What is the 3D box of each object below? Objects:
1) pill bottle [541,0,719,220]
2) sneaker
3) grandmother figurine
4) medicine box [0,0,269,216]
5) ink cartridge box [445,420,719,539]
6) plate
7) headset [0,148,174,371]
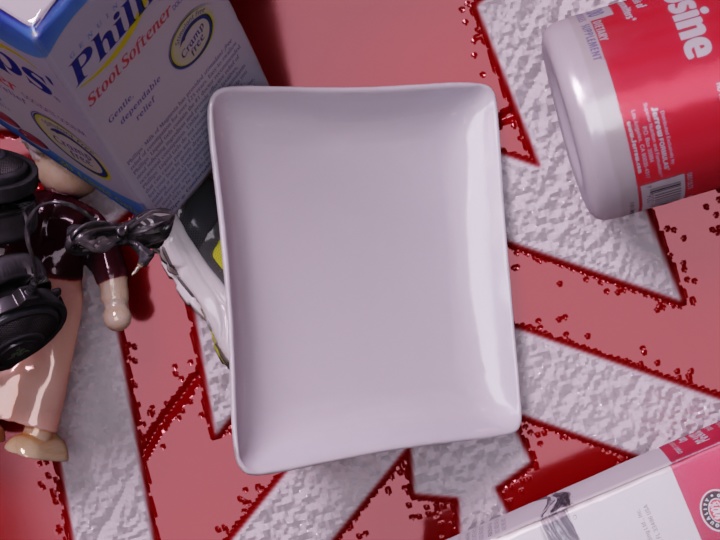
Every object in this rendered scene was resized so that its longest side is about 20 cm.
[{"bbox_3d":[0.206,-0.106,1.014,0.198,0.112,0.114,-16,91,3],"label":"pill bottle"},{"bbox_3d":[-0.064,-0.006,1.061,0.084,0.074,0.201,-31,94,-10],"label":"sneaker"},{"bbox_3d":[-0.185,0.000,1.068,0.120,0.061,0.202,15,90,-2],"label":"grandmother figurine"},{"bbox_3d":[-0.163,-0.143,0.956,0.181,0.200,0.103,33,76,25],"label":"medicine box"},{"bbox_3d":[0.146,0.190,1.042,0.198,0.083,0.147,-23,91,4],"label":"ink cartridge box"},{"bbox_3d":[0.000,0.000,1.022,0.198,0.032,0.202,-5,91,-38],"label":"plate"},{"bbox_3d":[-0.184,-0.010,0.987,0.093,0.199,0.125,-14,94,-38],"label":"headset"}]
